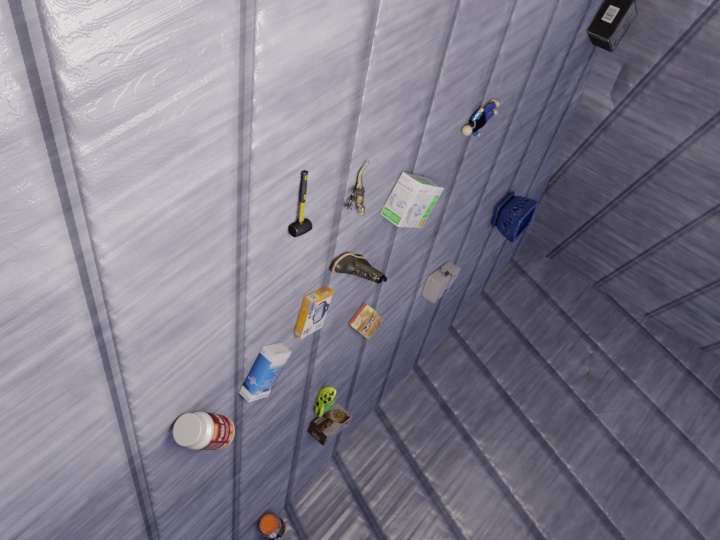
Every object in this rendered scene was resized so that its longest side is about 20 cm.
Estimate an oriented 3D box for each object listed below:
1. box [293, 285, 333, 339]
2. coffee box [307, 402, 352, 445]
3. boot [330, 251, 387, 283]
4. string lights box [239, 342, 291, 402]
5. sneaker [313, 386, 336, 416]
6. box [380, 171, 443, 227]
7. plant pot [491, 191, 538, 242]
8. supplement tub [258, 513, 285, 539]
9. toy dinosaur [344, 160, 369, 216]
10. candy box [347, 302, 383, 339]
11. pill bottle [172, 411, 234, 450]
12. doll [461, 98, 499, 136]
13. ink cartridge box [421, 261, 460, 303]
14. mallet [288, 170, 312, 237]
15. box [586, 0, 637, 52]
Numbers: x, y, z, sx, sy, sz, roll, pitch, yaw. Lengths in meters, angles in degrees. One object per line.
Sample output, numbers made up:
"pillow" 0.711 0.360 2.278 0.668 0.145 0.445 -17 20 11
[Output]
"box" -0.170 0.159 1.845 0.119 0.041 0.200 -25 141 -47
"coffee box" -0.153 0.768 2.593 0.200 0.113 0.080 -25 143 -47
"boot" 0.000 0.000 1.822 0.200 0.138 0.078 -13 134 -55
"string lights box" -0.328 0.352 1.786 0.103 0.059 0.200 2 121 -61
"sneaker" -0.158 0.602 2.419 0.084 0.074 0.200 -22 150 -46
"box" 0.189 -0.256 1.885 0.200 0.097 0.177 -5 129 -58
"plant pot" 0.863 -0.314 2.932 0.200 0.180 0.200 -42 153 -24
"supplement tub" -0.481 1.394 2.810 0.123 0.122 0.200 -44 155 -22
"toy dinosaur" -0.008 -0.239 1.607 0.088 0.047 0.200 -54 160 -39
"candy box" 0.026 0.224 2.268 0.115 0.055 0.200 -52 156 -5
"pill bottle" -0.490 0.504 1.624 0.114 0.114 0.200 -51 156 -6
"doll" 0.465 -0.582 2.010 0.200 0.048 0.137 -42 152 -26
"ink cartridge box" 0.429 0.062 2.755 0.200 0.086 0.147 -34 149 -41
"mallet" -0.153 -0.185 1.428 0.066 0.041 0.200 -24 139 -46
"box" 1.199 -1.182 2.464 0.198 0.123 0.200 -5 129 -58
